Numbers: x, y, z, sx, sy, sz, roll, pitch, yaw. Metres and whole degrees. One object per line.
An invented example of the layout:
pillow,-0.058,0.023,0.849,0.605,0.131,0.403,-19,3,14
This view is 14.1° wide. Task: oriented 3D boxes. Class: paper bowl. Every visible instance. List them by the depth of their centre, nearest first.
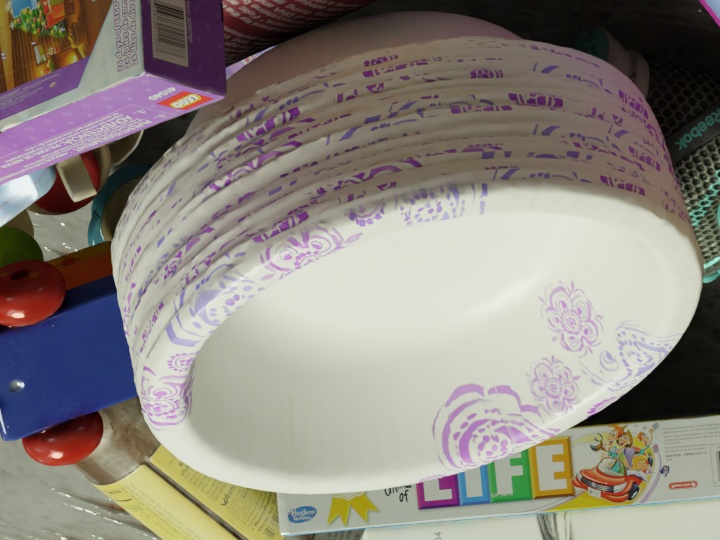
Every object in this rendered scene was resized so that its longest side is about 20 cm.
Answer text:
paper bowl,0.012,-0.013,1.016,0.199,0.105,0.201,-11,149,-7

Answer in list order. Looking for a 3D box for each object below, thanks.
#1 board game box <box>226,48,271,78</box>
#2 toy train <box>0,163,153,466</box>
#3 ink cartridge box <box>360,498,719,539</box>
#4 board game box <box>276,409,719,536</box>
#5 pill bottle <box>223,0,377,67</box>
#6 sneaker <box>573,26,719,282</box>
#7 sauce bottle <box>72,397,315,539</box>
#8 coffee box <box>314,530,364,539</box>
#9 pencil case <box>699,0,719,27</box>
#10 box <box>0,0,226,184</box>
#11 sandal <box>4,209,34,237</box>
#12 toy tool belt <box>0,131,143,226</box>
board game box,0.000,0.000,1.174,0.158,0.039,0.201,30,153,35
toy train,-0.143,0.021,1.197,0.199,0.116,0.085,-20,121,-12
ink cartridge box,0.099,0.148,1.271,0.198,0.085,0.146,-4,172,-2
board game box,0.067,0.083,1.224,0.198,0.035,0.134,-5,177,2
pill bottle,-0.048,-0.132,1.007,0.199,0.115,0.114,-20,132,42
sneaker,0.118,-0.013,1.141,0.091,0.078,0.200,7,150,3
sauce bottle,-0.104,0.079,1.384,0.064,0.065,0.200,-15,133,40
coffee box,0.052,0.213,1.487,0.199,0.080,0.113,19,146,-1
pencil case,0.144,-0.110,0.974,0.088,0.089,0.200,-11,134,37
box,-0.106,-0.136,0.955,0.136,0.202,0.039,-17,159,41
sandal,-0.193,-0.082,1.211,0.069,0.078,0.212,-36,133,14
toy tool belt,-0.159,-0.067,1.113,0.125,0.123,0.200,-38,125,8
